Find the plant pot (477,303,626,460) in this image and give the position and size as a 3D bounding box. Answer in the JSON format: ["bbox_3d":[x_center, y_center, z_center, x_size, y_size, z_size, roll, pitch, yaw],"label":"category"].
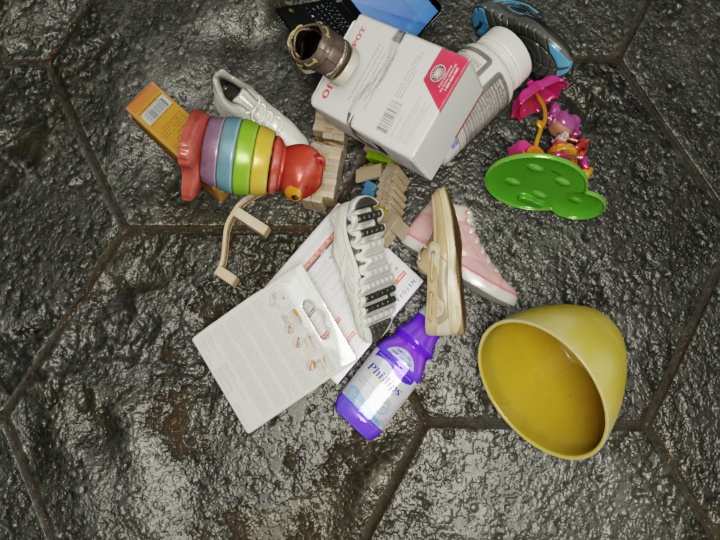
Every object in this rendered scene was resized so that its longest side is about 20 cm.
[{"bbox_3d":[0.280,0.128,0.766,0.140,0.200,0.203,-27,78,-31],"label":"plant pot"}]

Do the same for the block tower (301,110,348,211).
[{"bbox_3d":[-0.050,-0.199,0.889,0.052,0.058,0.206,9,82,3],"label":"block tower"}]

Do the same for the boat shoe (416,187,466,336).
[{"bbox_3d":[0.108,-0.012,0.777,0.063,0.071,0.207,-5,85,18],"label":"boat shoe"}]

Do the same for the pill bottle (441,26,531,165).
[{"bbox_3d":[0.164,-0.272,0.866,0.200,0.114,0.114,-43,81,-6],"label":"pill bottle"}]

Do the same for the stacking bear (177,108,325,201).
[{"bbox_3d":[-0.148,-0.154,0.802,0.194,0.122,0.117,11,58,-8],"label":"stacking bear"}]

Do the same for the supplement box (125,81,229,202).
[{"bbox_3d":[-0.277,-0.204,0.892,0.200,0.067,0.069,44,80,8],"label":"supplement box"}]

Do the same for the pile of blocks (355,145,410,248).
[{"bbox_3d":[0.039,-0.125,0.867,0.080,0.062,0.206,-6,67,27],"label":"pile of blocks"}]

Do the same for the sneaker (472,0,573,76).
[{"bbox_3d":[0.268,-0.383,0.884,0.081,0.074,0.201,-32,61,-14],"label":"sneaker"}]

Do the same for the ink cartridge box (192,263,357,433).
[{"bbox_3d":[-0.122,0.111,0.811,0.197,0.047,0.162,-33,87,6],"label":"ink cartridge box"}]

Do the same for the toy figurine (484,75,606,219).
[{"bbox_3d":[0.295,-0.201,0.853,0.195,0.150,0.189,20,70,-17],"label":"toy figurine"}]

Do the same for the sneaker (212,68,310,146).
[{"bbox_3d":[-0.163,-0.238,0.884,0.198,0.087,0.075,36,81,7],"label":"sneaker"}]

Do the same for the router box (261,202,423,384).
[{"bbox_3d":[-0.033,0.035,0.848,0.179,0.049,0.201,42,83,8],"label":"router box"}]

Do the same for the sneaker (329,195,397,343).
[{"bbox_3d":[0.000,0.000,0.798,0.080,0.074,0.207,-4,94,45],"label":"sneaker"}]

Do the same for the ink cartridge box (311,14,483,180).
[{"bbox_3d":[0.047,-0.243,0.780,0.198,0.083,0.147,35,96,29],"label":"ink cartridge box"}]

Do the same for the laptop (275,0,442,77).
[{"bbox_3d":[-0.005,-0.412,0.886,0.197,0.104,0.179,-24,69,-29],"label":"laptop"}]

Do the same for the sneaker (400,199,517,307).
[{"bbox_3d":[0.165,-0.034,0.840,0.198,0.075,0.106,33,87,12],"label":"sneaker"}]

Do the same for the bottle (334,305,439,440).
[{"bbox_3d":[0.049,0.144,0.816,0.083,0.065,0.201,39,83,9],"label":"bottle"}]

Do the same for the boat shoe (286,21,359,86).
[{"bbox_3d":[-0.067,-0.314,0.782,0.073,0.059,0.201,-55,37,13],"label":"boat shoe"}]

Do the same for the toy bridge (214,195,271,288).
[{"bbox_3d":[-0.173,-0.077,0.884,0.066,0.027,0.203,29,81,8],"label":"toy bridge"}]
